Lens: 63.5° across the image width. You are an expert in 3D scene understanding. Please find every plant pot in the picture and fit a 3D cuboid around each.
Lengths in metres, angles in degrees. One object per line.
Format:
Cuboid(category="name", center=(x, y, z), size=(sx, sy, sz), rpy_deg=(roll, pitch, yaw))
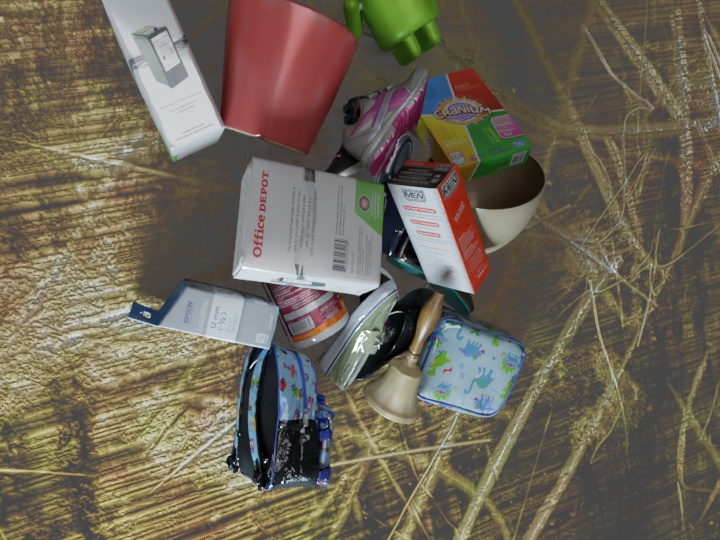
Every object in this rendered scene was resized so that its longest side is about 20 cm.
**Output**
Cuboid(category="plant pot", center=(0.205, -0.110, 0.988), size=(0.195, 0.202, 0.137), rpy_deg=(-19, 135, -17))
Cuboid(category="plant pot", center=(-0.119, -0.279, 0.856), size=(0.194, 0.200, 0.183), rpy_deg=(15, 98, -19))

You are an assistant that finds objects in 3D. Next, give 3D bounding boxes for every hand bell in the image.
Cuboid(category="hand bell", center=(0.087, 0.125, 0.914), size=(0.101, 0.105, 0.205), rpy_deg=(17, 109, -19))

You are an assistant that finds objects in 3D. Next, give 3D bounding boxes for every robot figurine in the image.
Cuboid(category="robot figurine", center=(0.052, -0.440, 0.935), size=(0.173, 0.115, 0.203), rpy_deg=(-35, 103, -9))

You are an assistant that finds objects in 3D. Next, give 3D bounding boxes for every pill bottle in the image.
Cuboid(category="pill bottle", center=(-0.103, 0.007, 0.910), size=(0.107, 0.109, 0.205), rpy_deg=(-27, 101, -16))

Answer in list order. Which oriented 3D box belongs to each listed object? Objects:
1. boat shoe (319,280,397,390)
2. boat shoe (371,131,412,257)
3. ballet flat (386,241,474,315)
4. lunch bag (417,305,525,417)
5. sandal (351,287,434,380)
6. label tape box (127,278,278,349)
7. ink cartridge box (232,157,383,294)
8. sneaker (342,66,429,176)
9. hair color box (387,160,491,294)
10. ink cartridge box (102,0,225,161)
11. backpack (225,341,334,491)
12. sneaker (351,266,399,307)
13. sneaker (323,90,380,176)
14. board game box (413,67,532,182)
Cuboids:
Cuboid(category="boat shoe", center=(0.008, 0.106, 0.939), size=(0.062, 0.071, 0.202), rpy_deg=(42, 115, 16))
Cuboid(category="boat shoe", center=(0.062, -0.119, 0.947), size=(0.074, 0.091, 0.206), rpy_deg=(-2, 115, -56))
Cuboid(category="ballet flat", center=(0.134, -0.001, 1.019), size=(0.197, 0.068, 0.070), rpy_deg=(35, 73, -18))
Cuboid(category="lunch bag", center=(0.179, 0.165, 1.026), size=(0.194, 0.082, 0.165), rpy_deg=(18, 100, -20))
Cuboid(category="sandal", center=(0.051, 0.108, 0.966), size=(0.200, 0.048, 0.076), rpy_deg=(-43, 68, 5))
Cuboid(category="label tape box", center=(-0.229, 0.053, 0.849), size=(0.194, 0.143, 0.068), rpy_deg=(17, 88, -19))
Cuboid(category="ink cartridge box", center=(-0.072, -0.056, 0.813), size=(0.194, 0.084, 0.151), rpy_deg=(8, 77, -21))
Cuboid(category="sneaker", center=(0.039, -0.246, 0.891), size=(0.087, 0.082, 0.202), rpy_deg=(30, 65, 12))
Cuboid(category="hair color box", center=(0.125, -0.065, 0.896), size=(0.061, 0.100, 0.203), rpy_deg=(-47, 130, -26))
Cuboid(category="ink cartridge box", center=(-0.271, -0.271, 0.814), size=(0.082, 0.145, 0.205), rpy_deg=(-26, 101, -14))
Cuboid(category="backpack", center=(-0.119, 0.214, 0.888), size=(0.131, 0.181, 0.208), rpy_deg=(6, 79, -27))
Cuboid(category="sneaker", center=(0.000, 0.000, 0.972), size=(0.072, 0.085, 0.201), rpy_deg=(-36, 127, 0))
Cuboid(category="sneaker", center=(-0.017, -0.217, 0.952), size=(0.199, 0.070, 0.100), rpy_deg=(-41, 103, -19))
Cuboid(category="board game box", center=(0.169, -0.244, 0.967), size=(0.149, 0.041, 0.203), rpy_deg=(-18, 60, -17))
